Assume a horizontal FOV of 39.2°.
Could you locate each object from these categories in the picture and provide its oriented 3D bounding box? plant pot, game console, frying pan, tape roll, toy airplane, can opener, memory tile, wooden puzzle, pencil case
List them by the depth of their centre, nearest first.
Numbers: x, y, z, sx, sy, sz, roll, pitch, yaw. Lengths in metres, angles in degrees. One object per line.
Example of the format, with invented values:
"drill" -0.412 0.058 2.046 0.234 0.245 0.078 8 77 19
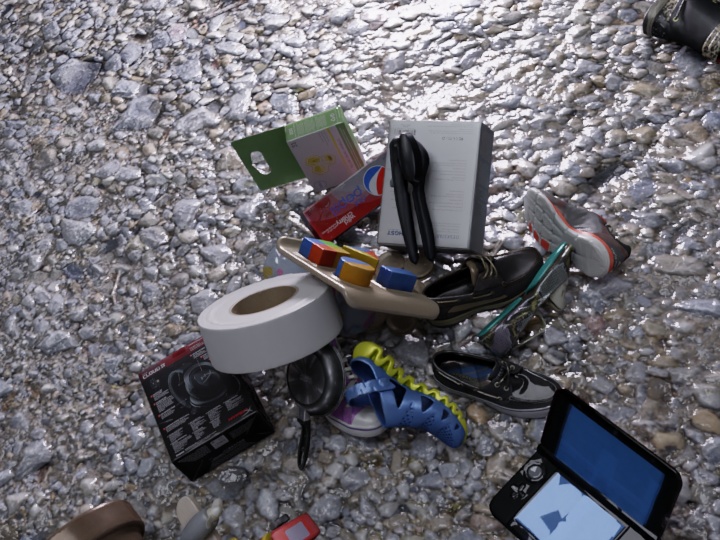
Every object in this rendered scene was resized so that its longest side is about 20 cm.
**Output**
"game console" 0.274 0.281 1.265 0.172 0.119 0.200 -43 52 -12
"toy airplane" -0.165 0.406 1.328 0.200 0.141 0.200 8 80 9
"plant pot" -0.341 0.440 1.365 0.200 0.200 0.175 -43 71 -12
"frying pan" -0.084 0.182 1.454 0.115 0.031 0.190 46 118 33
"tape roll" -0.129 0.072 1.456 0.202 0.071 0.202 -16 17 5
"wooden puzzle" 0.000 0.000 1.471 0.200 0.185 0.046 37 109 45
"can opener" 0.076 -0.109 1.533 0.063 0.079 0.200 -4 96 30
"pencil case" -0.063 0.023 1.579 0.200 0.083 0.091 29 79 34
"memory tile" 0.011 0.032 1.607 0.200 0.017 0.154 5 59 23

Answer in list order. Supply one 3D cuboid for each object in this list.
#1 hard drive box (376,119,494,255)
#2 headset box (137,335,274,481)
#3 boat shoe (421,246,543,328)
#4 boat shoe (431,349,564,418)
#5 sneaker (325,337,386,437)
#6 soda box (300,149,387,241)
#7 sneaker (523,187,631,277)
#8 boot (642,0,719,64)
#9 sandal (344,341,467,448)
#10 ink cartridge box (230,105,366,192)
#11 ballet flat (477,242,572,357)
"hard drive box" 0.118 -0.130 1.589 0.156 0.077 0.200 5 86 23
"headset box" -0.242 0.195 1.550 0.149 0.077 0.200 -31 50 -3
"boat shoe" 0.182 0.018 1.514 0.200 0.073 0.075 -29 51 0
"boat shoe" 0.190 0.151 1.421 0.200 0.066 0.070 15 63 29
"sneaker" -0.036 0.153 1.470 0.073 0.114 0.200 -30 49 -29
"soda box" -0.001 -0.124 1.676 0.200 0.063 0.070 -37 92 -7
"sneaker" 0.328 -0.061 1.532 0.082 0.077 0.200 -19 48 -27
"boot" 0.591 -0.440 1.684 0.204 0.074 0.154 -45 56 -8
"sandal" 0.056 0.189 1.408 0.200 0.080 0.087 33 57 11
"ink cartridge box" -0.102 -0.191 1.725 0.200 0.146 0.048 -18 53 9
"ballet flat" 0.256 0.050 1.474 0.200 0.072 0.072 -47 53 -9
